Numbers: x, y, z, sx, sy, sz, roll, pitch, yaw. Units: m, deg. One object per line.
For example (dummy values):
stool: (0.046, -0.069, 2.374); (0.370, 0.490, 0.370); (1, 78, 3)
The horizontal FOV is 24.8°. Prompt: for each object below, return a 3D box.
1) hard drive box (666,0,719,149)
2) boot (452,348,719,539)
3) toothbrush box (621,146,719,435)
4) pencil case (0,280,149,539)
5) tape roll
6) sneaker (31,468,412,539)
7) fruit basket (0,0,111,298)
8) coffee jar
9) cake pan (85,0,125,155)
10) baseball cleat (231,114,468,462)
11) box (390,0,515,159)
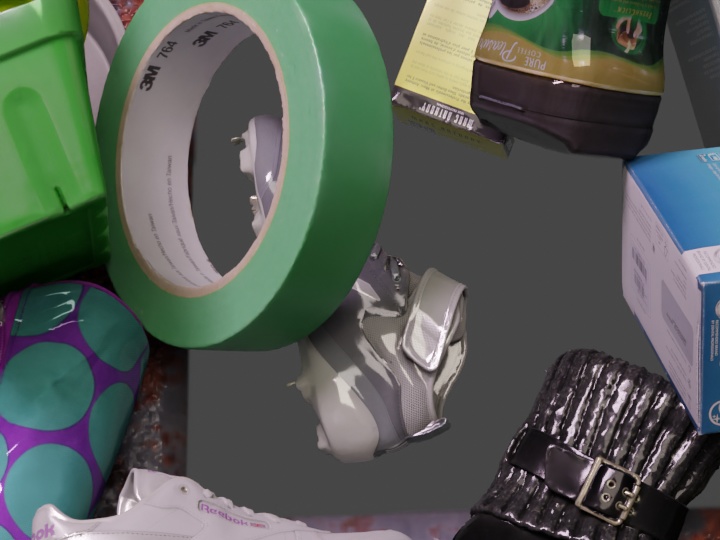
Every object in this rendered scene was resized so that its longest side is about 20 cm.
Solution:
hard drive box: (0.252, -0.163, 0.917); (0.154, 0.077, 0.202); (-18, 91, -9)
boot: (0.147, 0.145, 0.802); (0.210, 0.080, 0.158); (35, 68, 17)
toothbrush box: (0.243, -0.003, 0.813); (0.198, 0.086, 0.147); (-8, 27, -4)
pencil case: (-0.172, 0.104, 0.806); (0.092, 0.085, 0.201); (36, 50, -29)
tape roll: (-0.066, -0.059, 0.846); (0.048, 0.200, 0.202); (5, 54, -42)
sneaker: (-0.061, 0.133, 0.774); (0.198, 0.075, 0.100); (-3, 62, -31)
fruit basket: (-0.194, -0.096, 0.810); (0.154, 0.216, 0.217); (-23, 65, -11)
coffee jar: (0.119, -0.161, 0.847); (0.085, 0.104, 0.202); (4, 103, -33)
cake pan: (-0.229, -0.100, 0.948); (0.198, 0.037, 0.202); (0, 63, 0)
baseball cleat: (0.000, 0.000, 0.878); (0.105, 0.070, 0.202); (-18, 75, 6)
box: (0.085, -0.172, 0.938); (0.075, 0.050, 0.202); (19, 88, 10)
